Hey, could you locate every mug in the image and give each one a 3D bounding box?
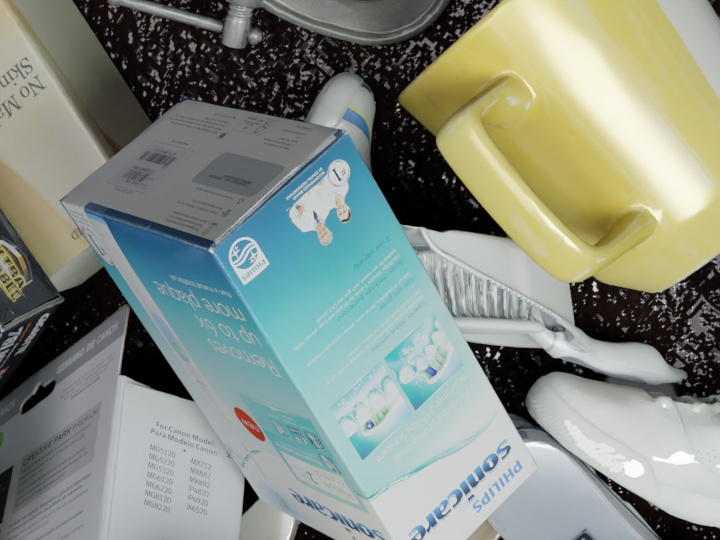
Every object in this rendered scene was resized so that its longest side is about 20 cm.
[{"bbox_3d":[0.109,-0.062,0.927,0.187,0.149,0.153,-41,92,-22],"label":"mug"}]

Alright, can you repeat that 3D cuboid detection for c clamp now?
[{"bbox_3d":[-0.022,-0.196,0.997,0.171,0.027,0.200,20,113,-3],"label":"c clamp"}]

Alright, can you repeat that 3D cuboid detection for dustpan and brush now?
[{"bbox_3d":[0.078,0.022,0.965,0.140,0.200,0.057,-14,72,62],"label":"dustpan and brush"}]

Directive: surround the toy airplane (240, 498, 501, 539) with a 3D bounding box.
[{"bbox_3d":[-0.011,0.213,1.045,0.200,0.141,0.200,-6,65,27],"label":"toy airplane"}]

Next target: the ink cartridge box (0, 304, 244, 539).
[{"bbox_3d":[-0.148,0.140,1.056,0.200,0.084,0.176,-33,44,45],"label":"ink cartridge box"}]

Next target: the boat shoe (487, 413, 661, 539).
[{"bbox_3d":[0.128,0.150,1.006,0.074,0.065,0.200,-33,107,6],"label":"boat shoe"}]

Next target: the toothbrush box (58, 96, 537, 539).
[{"bbox_3d":[-0.028,0.029,0.903,0.146,0.085,0.200,18,145,54],"label":"toothbrush box"}]

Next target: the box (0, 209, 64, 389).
[{"bbox_3d":[-0.267,-0.012,1.103,0.200,0.050,0.199,53,141,7],"label":"box"}]

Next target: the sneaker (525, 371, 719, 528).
[{"bbox_3d":[0.182,0.083,0.970,0.200,0.075,0.089,26,98,0],"label":"sneaker"}]

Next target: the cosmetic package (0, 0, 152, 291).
[{"bbox_3d":[-0.193,-0.093,1.091,0.105,0.071,0.200,-37,84,24],"label":"cosmetic package"}]

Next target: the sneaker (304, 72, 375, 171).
[{"bbox_3d":[0.000,0.000,1.040,0.105,0.076,0.200,16,105,0],"label":"sneaker"}]
